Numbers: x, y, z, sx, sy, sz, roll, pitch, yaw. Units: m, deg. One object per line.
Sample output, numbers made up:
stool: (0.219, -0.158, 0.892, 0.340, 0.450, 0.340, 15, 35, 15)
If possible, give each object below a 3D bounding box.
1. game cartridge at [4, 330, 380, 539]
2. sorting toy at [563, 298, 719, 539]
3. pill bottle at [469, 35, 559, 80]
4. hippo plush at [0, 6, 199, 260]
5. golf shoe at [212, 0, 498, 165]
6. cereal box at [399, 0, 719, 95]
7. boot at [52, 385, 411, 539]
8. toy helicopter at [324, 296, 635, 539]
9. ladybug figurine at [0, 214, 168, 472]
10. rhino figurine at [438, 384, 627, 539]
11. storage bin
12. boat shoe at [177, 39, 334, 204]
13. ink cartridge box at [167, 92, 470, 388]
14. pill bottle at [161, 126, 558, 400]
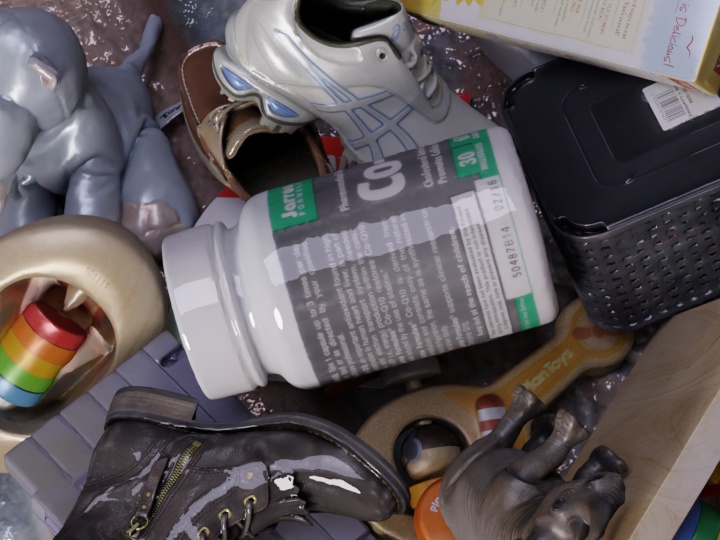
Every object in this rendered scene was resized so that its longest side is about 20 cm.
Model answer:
game cartridge: (-0.093, 0.138, 1.217, 0.130, 0.038, 0.200, -40, 64, -16)
sorting toy: (0.166, 0.114, 1.129, 0.070, 0.200, 0.199, 34, 78, -4)
pill bottle: (0.157, -0.199, 1.309, 0.112, 0.112, 0.200, 38, 84, 30)
hippo plush: (-0.184, -0.085, 1.355, 0.200, 0.161, 0.159, -45, 60, -3)
golf shoe: (0.017, -0.108, 1.266, 0.097, 0.200, 0.078, -53, 21, 41)
cereal box: (0.131, -0.190, 1.223, 0.200, 0.040, 0.144, 19, 90, 31)
boot: (-0.088, 0.157, 1.145, 0.200, 0.069, 0.174, 9, 54, 21)
toy helicopter: (0.071, 0.075, 1.236, 0.200, 0.079, 0.132, -38, 77, -17)
ladybug figurine: (-0.196, 0.041, 1.327, 0.200, 0.136, 0.072, -45, 15, 23)
rhino figurine: (0.090, 0.117, 1.084, 0.060, 0.200, 0.087, 40, 87, -12)
storage bin: (0.195, -0.071, 1.227, 0.200, 0.094, 0.135, -23, 49, 3)
boat shoe: (-0.057, -0.076, 1.311, 0.076, 0.072, 0.200, -32, 56, -6)
ink cartridge box: (-0.025, -0.029, 1.338, 0.161, 0.050, 0.200, 2, 70, 21)
pill bottle: (0.000, 0.000, 1.189, 0.200, 0.113, 0.113, -16, 62, 3)
